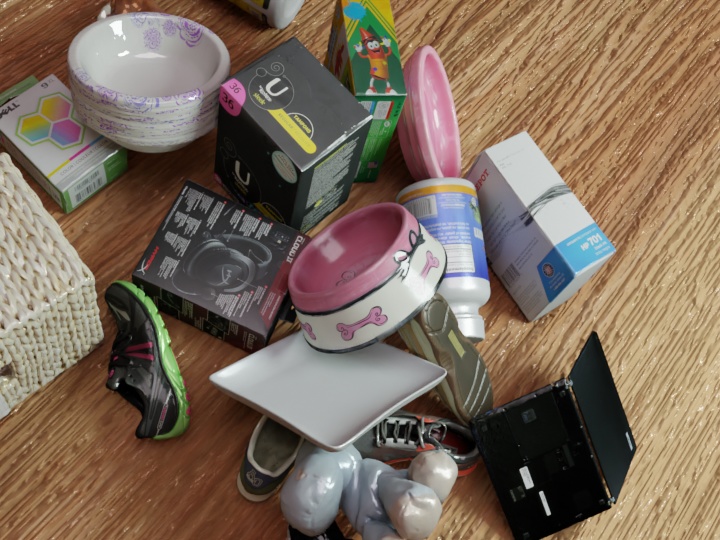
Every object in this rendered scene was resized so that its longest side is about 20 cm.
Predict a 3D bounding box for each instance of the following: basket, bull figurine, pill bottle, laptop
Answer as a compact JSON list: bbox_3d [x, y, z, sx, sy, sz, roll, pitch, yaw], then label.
[{"bbox_3d":[-0.398,0.021,0.909,0.159,0.199,0.201,-33,75,-26],"label":"basket"},{"bbox_3d":[-0.283,-0.317,1.170,0.199,0.065,0.122,37,65,6],"label":"bull figurine"},{"bbox_3d":[0.109,-0.007,1.076,0.109,0.112,0.205,-3,76,-14],"label":"pill bottle"},{"bbox_3d":[0.242,0.203,1.021,0.196,0.103,0.180,-24,103,1],"label":"laptop"},{"bbox_3d":[-0.176,-0.456,1.233,0.198,0.113,0.113,32,62,3],"label":"pill bottle"}]

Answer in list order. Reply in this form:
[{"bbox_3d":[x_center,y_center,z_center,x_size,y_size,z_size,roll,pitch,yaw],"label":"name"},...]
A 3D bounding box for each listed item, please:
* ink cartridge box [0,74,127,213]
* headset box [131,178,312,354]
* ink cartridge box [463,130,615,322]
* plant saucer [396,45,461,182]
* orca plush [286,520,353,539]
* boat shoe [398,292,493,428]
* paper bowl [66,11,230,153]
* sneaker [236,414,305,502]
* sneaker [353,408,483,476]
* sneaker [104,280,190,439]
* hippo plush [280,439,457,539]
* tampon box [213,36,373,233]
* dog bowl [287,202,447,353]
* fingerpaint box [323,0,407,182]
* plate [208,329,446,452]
[{"bbox_3d":[-0.407,-0.182,1.081,0.200,0.060,0.104,44,64,10],"label":"ink cartridge box"},{"bbox_3d":[-0.162,0.001,1.039,0.196,0.078,0.151,24,62,-1],"label":"headset box"},{"bbox_3d":[0.223,-0.056,1.112,0.085,0.147,0.202,-25,72,-24],"label":"ink cartridge box"},{"bbox_3d":[0.091,-0.202,1.145,0.050,0.201,0.205,-8,62,19],"label":"plant saucer"},{"bbox_3d":[-0.042,0.345,0.904,0.103,0.071,0.204,6,64,-9],"label":"orca plush"},{"bbox_3d":[0.096,0.106,1.001,0.072,0.075,0.203,-46,121,-36],"label":"boat shoe"},{"bbox_3d":[-0.263,-0.229,1.051,0.195,0.106,0.204,5,47,-6],"label":"paper bowl"},{"bbox_3d":[-0.074,0.171,0.969,0.066,0.090,0.202,30,62,5],"label":"sneaker"},{"bbox_3d":[0.057,0.192,0.993,0.195,0.082,0.079,8,63,-9],"label":"sneaker"},{"bbox_3d":[-0.262,0.101,0.969,0.082,0.077,0.203,-18,69,-24],"label":"sneaker"},{"bbox_3d":[0.005,0.222,0.885,0.159,0.161,0.200,30,35,5],"label":"hippo plush"},{"bbox_3d":[-0.092,-0.155,1.059,0.126,0.201,0.150,-39,77,-26],"label":"tampon box"},{"bbox_3d":[0.000,0.000,0.975,0.201,0.198,0.074,-50,121,-27],"label":"dog bowl"},{"bbox_3d":[-0.002,-0.243,1.121,0.071,0.201,0.170,-3,64,-13],"label":"fingerpaint box"},{"bbox_3d":[-0.034,0.128,0.929,0.197,0.033,0.198,19,30,36],"label":"plate"}]
